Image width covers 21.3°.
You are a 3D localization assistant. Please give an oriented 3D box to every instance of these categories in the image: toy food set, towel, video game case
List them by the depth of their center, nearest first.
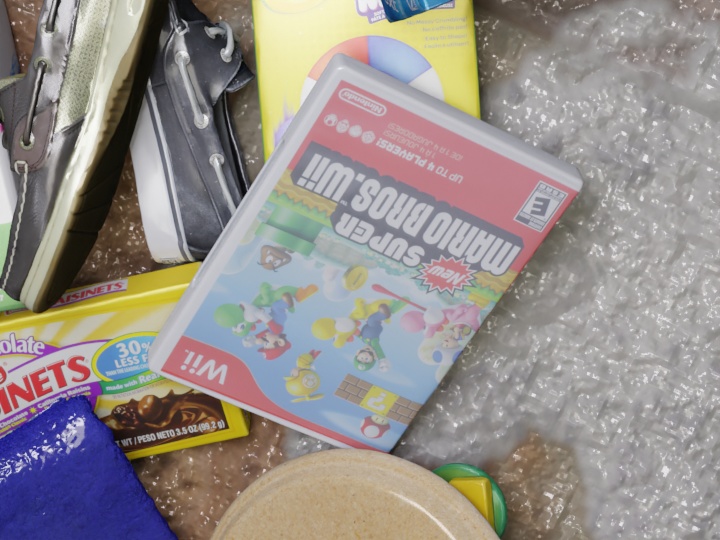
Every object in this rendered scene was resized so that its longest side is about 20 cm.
[{"bbox_3d":[0.000,0.000,0.970,0.143,0.017,0.200,24,119,-20],"label":"video game case"},{"bbox_3d":[-0.200,0.163,1.014,0.200,0.050,0.148,-31,124,-7],"label":"towel"},{"bbox_3d":[0.003,0.194,1.024,0.198,0.049,0.200,-3,91,22],"label":"toy food set"}]

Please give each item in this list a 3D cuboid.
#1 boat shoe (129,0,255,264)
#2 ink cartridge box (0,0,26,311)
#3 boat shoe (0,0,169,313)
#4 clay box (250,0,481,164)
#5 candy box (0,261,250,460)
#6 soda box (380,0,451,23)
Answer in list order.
[{"bbox_3d":[-0.089,-0.102,0.984,0.068,0.072,0.200,-7,102,8],"label":"boat shoe"},{"bbox_3d":[-0.248,-0.072,0.991,0.145,0.084,0.200,-10,99,4],"label":"ink cartridge box"},{"bbox_3d":[-0.144,-0.081,0.929,0.066,0.072,0.201,20,102,4],"label":"boat shoe"},{"bbox_3d":[0.004,-0.096,0.993,0.115,0.048,0.200,-5,100,2],"label":"clay box"},{"bbox_3d":[-0.168,0.062,1.025,0.200,0.026,0.102,-12,117,5],"label":"candy box"},{"bbox_3d":[0.098,-0.188,0.934,0.200,0.068,0.064,-24,97,-12],"label":"soda box"}]
